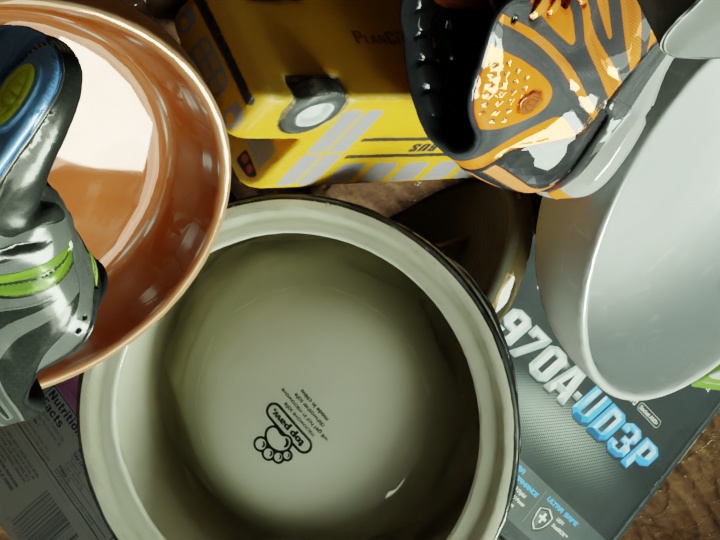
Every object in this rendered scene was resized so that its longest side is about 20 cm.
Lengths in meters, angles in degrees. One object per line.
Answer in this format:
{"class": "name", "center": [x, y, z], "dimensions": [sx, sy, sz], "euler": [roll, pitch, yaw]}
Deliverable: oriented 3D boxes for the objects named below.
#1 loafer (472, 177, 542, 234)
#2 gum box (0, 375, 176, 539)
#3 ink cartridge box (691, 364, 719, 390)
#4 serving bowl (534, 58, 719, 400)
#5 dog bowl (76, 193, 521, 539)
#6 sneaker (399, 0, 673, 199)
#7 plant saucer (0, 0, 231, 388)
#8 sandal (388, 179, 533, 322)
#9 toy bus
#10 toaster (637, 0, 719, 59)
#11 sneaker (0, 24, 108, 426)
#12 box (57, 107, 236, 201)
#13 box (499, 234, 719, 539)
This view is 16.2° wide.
{"class": "loafer", "center": [0.120, -0.064, 1.239], "dimensions": [0.071, 0.073, 0.200], "euler": [-58, 163, 25]}
{"class": "gum box", "center": [-0.118, 0.123, 1.223], "dimensions": [0.066, 0.200, 0.113], "euler": [-41, 152, 4]}
{"class": "ink cartridge box", "center": [0.271, -0.007, 1.297], "dimensions": [0.200, 0.076, 0.148], "euler": [-26, 162, 28]}
{"class": "serving bowl", "center": [0.145, -0.044, 1.146], "dimensions": [0.200, 0.066, 0.201], "euler": [-32, 141, -31]}
{"class": "dog bowl", "center": [-0.019, 0.062, 1.114], "dimensions": [0.200, 0.201, 0.074], "euler": [-34, 179, 18]}
{"class": "sneaker", "center": [0.089, -0.124, 1.008], "dimensions": [0.112, 0.078, 0.201], "euler": [14, 105, -45]}
{"class": "plant saucer", "center": [-0.150, -0.031, 0.982], "dimensions": [0.199, 0.032, 0.201], "euler": [-13, 133, -14]}
{"class": "sandal", "center": [0.000, 0.000, 1.185], "dimensions": [0.054, 0.082, 0.200], "euler": [13, 168, -43]}
{"class": "toy bus", "center": [0.003, -0.080, 1.080], "dimensions": [0.200, 0.065, 0.078], "euler": [-5, 151, -44]}
{"class": "toaster", "center": [0.151, -0.178, 0.880], "dimensions": [0.199, 0.181, 0.119], "euler": [-5, 153, -42]}
{"class": "sneaker", "center": [-0.132, -0.013, 0.940], "dimensions": [0.082, 0.071, 0.200], "euler": [-6, 137, -25]}
{"class": "box", "center": [-0.132, -0.015, 1.105], "dimensions": [0.136, 0.038, 0.200], "euler": [-29, 158, 4]}
{"class": "box", "center": [0.099, 0.061, 1.344], "dimensions": [0.159, 0.046, 0.200], "euler": [-51, 131, -7]}
